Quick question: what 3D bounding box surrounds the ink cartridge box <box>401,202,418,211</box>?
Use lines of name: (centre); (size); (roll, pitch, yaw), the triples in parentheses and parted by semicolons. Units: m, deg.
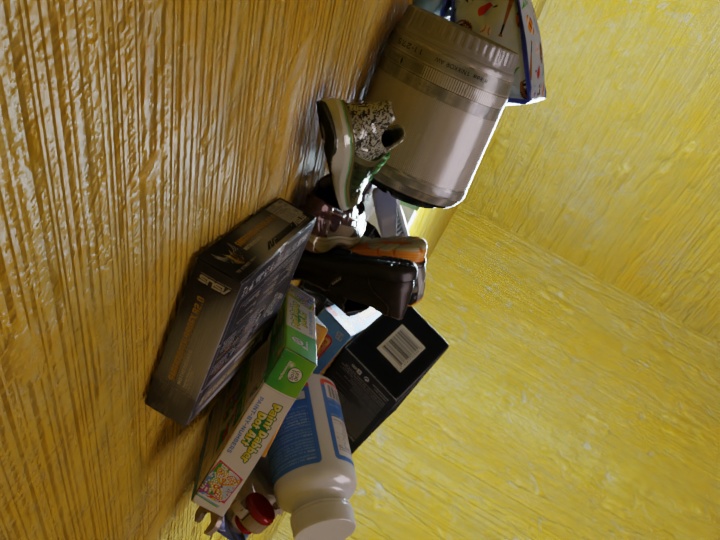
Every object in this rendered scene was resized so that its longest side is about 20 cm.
ink cartridge box: (0.107, -0.198, 1.383); (0.201, 0.066, 0.119); (124, -16, -56)

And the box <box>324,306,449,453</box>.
box: (0.019, 0.164, 1.353); (0.148, 0.107, 0.201); (-38, 167, -43)

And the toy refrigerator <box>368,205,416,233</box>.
toy refrigerator: (0.019, -0.028, 1.557); (0.203, 0.075, 0.070); (-64, 173, 1)

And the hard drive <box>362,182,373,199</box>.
hard drive: (0.052, -0.192, 1.240); (0.202, 0.025, 0.132); (-57, -177, -16)

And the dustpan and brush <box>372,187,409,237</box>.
dustpan and brush: (0.046, -0.110, 1.338); (0.140, 0.056, 0.205); (-6, 82, -86)

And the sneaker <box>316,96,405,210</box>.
sneaker: (0.007, -0.121, 0.951); (0.200, 0.086, 0.079); (82, -5, -76)

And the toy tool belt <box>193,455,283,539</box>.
toy tool belt: (-0.167, 0.309, 1.218); (0.123, 0.125, 0.201); (-44, -161, 13)

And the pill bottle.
pill bottle: (-0.066, 0.248, 1.180); (0.113, 0.109, 0.203); (111, -28, -48)

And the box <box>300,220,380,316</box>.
box: (-0.028, 0.005, 1.364); (0.162, 0.043, 0.200); (-56, 171, -1)

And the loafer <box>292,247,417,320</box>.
loafer: (-0.021, 0.016, 1.026); (0.072, 0.197, 0.073); (-6, 101, -43)

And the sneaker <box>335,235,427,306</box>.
sneaker: (0.000, 0.000, 1.130); (0.078, 0.197, 0.079); (-25, 112, -43)

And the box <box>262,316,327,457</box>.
box: (-0.114, 0.140, 1.148); (0.203, 0.041, 0.119); (-65, -158, 4)

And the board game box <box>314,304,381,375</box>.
board game box: (-0.065, 0.134, 1.355); (0.201, 0.056, 0.195); (-50, 171, 16)

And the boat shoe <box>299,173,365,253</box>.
boat shoe: (-0.029, -0.076, 1.067); (0.073, 0.071, 0.200); (-63, 167, 18)

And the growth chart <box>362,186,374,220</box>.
growth chart: (0.001, -0.092, 1.425); (0.202, 0.017, 0.145); (-60, 172, -24)

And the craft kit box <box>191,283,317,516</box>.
craft kit box: (-0.115, 0.135, 1.003); (0.200, 0.048, 0.201); (-61, -168, 14)

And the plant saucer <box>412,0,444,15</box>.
plant saucer: (0.082, -0.307, 1.188); (0.203, 0.027, 0.201); (-61, 173, -13)

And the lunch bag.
lunch bag: (0.174, -0.318, 1.185); (0.170, 0.121, 0.205); (-37, 123, -70)

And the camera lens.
camera lens: (0.082, -0.188, 1.066); (0.203, 0.157, 0.160); (-66, 172, 17)

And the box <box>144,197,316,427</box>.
box: (-0.120, 0.033, 0.868); (0.161, 0.048, 0.200); (-65, 173, 25)
